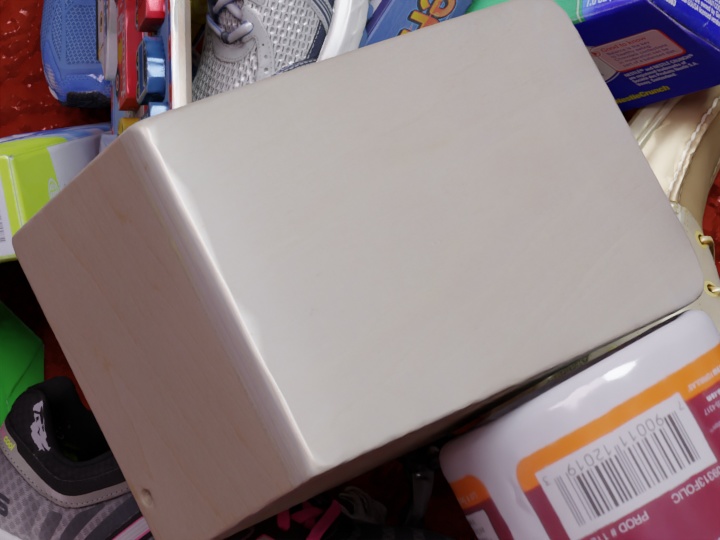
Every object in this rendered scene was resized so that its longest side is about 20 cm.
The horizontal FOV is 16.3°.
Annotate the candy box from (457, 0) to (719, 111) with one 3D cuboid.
[{"bbox_3d":[0.082,-0.164,1.050,0.169,0.077,0.201,-14,58,41],"label":"candy box"}]

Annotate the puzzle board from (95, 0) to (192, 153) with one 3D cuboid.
[{"bbox_3d":[-0.091,-0.099,1.027,0.017,0.151,0.201,2,78,-15],"label":"puzzle board"}]

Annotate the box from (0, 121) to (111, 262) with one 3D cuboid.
[{"bbox_3d":[-0.175,-0.028,1.076,0.121,0.200,0.048,-10,95,9],"label":"box"}]

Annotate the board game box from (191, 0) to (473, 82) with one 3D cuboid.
[{"bbox_3d":[-0.011,-0.118,1.038,0.200,0.034,0.135,-56,38,13],"label":"board game box"}]

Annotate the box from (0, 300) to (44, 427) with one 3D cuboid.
[{"bbox_3d":[-0.230,0.117,1.062,0.176,0.097,0.201,-10,65,12],"label":"box"}]

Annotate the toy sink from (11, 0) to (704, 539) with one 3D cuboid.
[{"bbox_3d":[0.000,0.000,0.899,0.200,0.112,0.131,-23,82,-39],"label":"toy sink"}]

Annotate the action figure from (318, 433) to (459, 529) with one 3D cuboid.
[{"bbox_3d":[-0.022,0.073,1.018,0.118,0.102,0.201,-11,60,-9],"label":"action figure"}]

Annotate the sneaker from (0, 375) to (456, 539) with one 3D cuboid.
[{"bbox_3d":[-0.052,0.086,0.939,0.199,0.074,0.088,10,105,13],"label":"sneaker"}]

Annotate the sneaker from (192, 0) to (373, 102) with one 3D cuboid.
[{"bbox_3d":[-0.037,-0.137,0.978,0.077,0.085,0.201,19,88,51],"label":"sneaker"}]

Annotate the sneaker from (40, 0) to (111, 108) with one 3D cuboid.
[{"bbox_3d":[-0.118,-0.168,1.159,0.078,0.089,0.201,-2,66,16],"label":"sneaker"}]

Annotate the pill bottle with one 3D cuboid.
[{"bbox_3d":[0.122,0.126,0.907,0.114,0.114,0.201,-28,87,2],"label":"pill bottle"}]

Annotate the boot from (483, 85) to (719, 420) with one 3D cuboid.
[{"bbox_3d":[0.151,0.026,1.005,0.155,0.073,0.201,21,76,24],"label":"boot"}]
